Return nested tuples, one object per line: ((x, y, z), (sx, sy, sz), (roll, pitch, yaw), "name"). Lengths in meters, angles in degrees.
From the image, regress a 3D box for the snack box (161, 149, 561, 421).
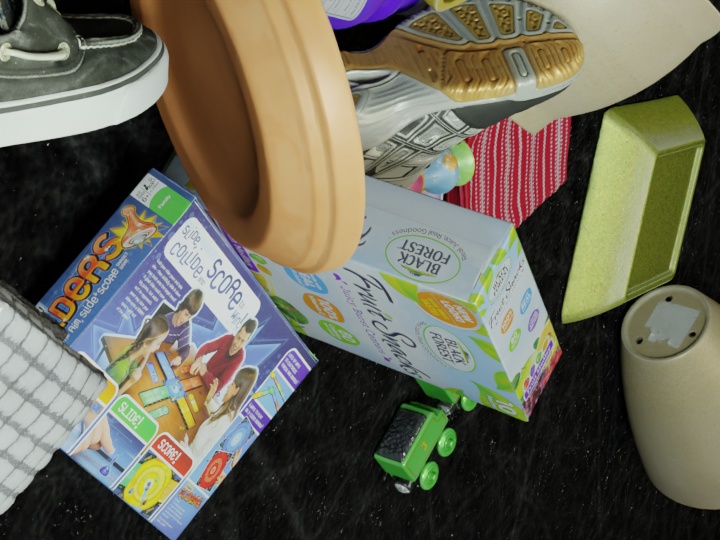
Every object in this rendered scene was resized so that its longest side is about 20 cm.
((0.000, 0.000, 0.888), (0.053, 0.199, 0.142), (-61, 152, -18), "snack box")

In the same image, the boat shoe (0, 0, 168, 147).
((-0.149, -0.092, 0.687), (0.200, 0.070, 0.064), (-25, 130, -54), "boat shoe")

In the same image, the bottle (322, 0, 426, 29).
((-0.019, -0.174, 0.892), (0.200, 0.065, 0.084), (-3, 108, -62), "bottle")

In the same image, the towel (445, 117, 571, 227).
((0.118, -0.087, 1.261), (0.200, 0.022, 0.146), (-42, 142, -46), "towel")

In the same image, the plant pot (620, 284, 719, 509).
((0.341, 0.109, 1.672), (0.188, 0.186, 0.200), (-59, 137, -24), "plant pot")

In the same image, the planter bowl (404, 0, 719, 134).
((0.110, -0.173, 1.032), (0.135, 0.200, 0.200), (-47, 156, 10), "planter bowl")

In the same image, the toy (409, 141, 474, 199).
((0.019, -0.045, 1.066), (0.200, 0.047, 0.116), (-33, 132, -53), "toy")

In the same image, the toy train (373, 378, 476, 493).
((0.071, 0.076, 1.256), (0.201, 0.042, 0.056), (-60, 141, -22), "toy train")

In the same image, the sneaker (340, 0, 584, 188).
((0.032, -0.093, 0.952), (0.088, 0.198, 0.076), (78, -3, -52), "sneaker")

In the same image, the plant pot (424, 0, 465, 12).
((0.053, -0.277, 0.807), (0.200, 0.176, 0.201), (-32, 154, -51), "plant pot")

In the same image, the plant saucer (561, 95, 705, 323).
((0.263, -0.054, 1.533), (0.199, 0.048, 0.202), (-18, 122, -59), "plant saucer")

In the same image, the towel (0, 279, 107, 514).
((-0.209, 0.049, 0.615), (0.166, 0.086, 0.200), (-47, 145, -4), "towel")

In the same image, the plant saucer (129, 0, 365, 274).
((-0.060, -0.089, 0.752), (0.037, 0.200, 0.201), (-22, 132, -20), "plant saucer")

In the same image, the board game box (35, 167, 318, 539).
((-0.104, 0.052, 0.871), (0.136, 0.034, 0.200), (-51, 150, -12), "board game box")
